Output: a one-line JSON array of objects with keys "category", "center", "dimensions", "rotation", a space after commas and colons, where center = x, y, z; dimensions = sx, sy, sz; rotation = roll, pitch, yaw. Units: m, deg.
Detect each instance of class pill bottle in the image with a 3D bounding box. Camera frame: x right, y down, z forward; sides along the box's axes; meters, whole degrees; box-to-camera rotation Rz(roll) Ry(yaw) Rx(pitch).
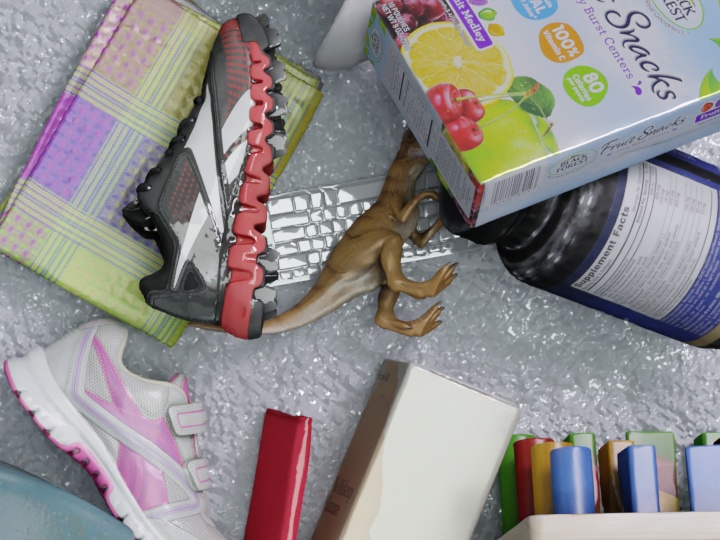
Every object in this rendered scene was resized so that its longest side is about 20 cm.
[{"category": "pill bottle", "center": [0.154, -0.031, 1.716], "dimensions": [0.200, 0.112, 0.112], "rotation": [20, 86, -23]}]

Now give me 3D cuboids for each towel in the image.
[{"category": "towel", "center": [-0.124, -0.070, 1.723], "dimensions": [0.143, 0.023, 0.200], "rotation": [30, 82, -9]}]

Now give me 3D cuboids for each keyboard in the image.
[{"category": "keyboard", "center": [-0.023, -0.025, 1.754], "dimensions": [0.199, 0.011, 0.056], "rotation": [-10, 92, -11]}]

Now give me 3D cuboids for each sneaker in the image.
[{"category": "sneaker", "center": [-0.125, 0.110, 1.699], "dimensions": [0.088, 0.081, 0.200], "rotation": [-40, 98, -6]}, {"category": "sneaker", "center": [-0.093, -0.060, 1.681], "dimensions": [0.098, 0.071, 0.201], "rotation": [4, 79, -1]}]

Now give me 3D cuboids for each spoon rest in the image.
[{"category": "spoon rest", "center": [0.028, -0.202, 1.682], "dimensions": [0.061, 0.099, 0.200], "rotation": [38, 118, -3]}]

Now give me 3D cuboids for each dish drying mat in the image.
[{"category": "dish drying mat", "center": [-0.057, 0.187, 1.715], "dimensions": [0.018, 0.077, 0.201], "rotation": [10, 88, -19]}]

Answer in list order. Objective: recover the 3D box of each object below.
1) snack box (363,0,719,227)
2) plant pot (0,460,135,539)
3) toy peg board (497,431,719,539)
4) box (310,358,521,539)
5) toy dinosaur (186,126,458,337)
[{"category": "snack box", "center": [0.122, -0.124, 1.644], "dimensions": [0.199, 0.053, 0.142], "rotation": [-21, 63, -17]}, {"category": "plant pot", "center": [-0.241, 0.194, 1.629], "dimensions": [0.199, 0.196, 0.197], "rotation": [6, 89, -17]}, {"category": "toy peg board", "center": [0.174, 0.135, 1.707], "dimensions": [0.199, 0.199, 0.098], "rotation": [-1, 74, -10]}, {"category": "box", "center": [0.020, 0.160, 1.721], "dimensions": [0.078, 0.095, 0.201], "rotation": [23, 85, -9]}, {"category": "toy dinosaur", "center": [0.000, 0.000, 1.733], "dimensions": [0.106, 0.060, 0.200], "rotation": [36, 74, 19]}]
